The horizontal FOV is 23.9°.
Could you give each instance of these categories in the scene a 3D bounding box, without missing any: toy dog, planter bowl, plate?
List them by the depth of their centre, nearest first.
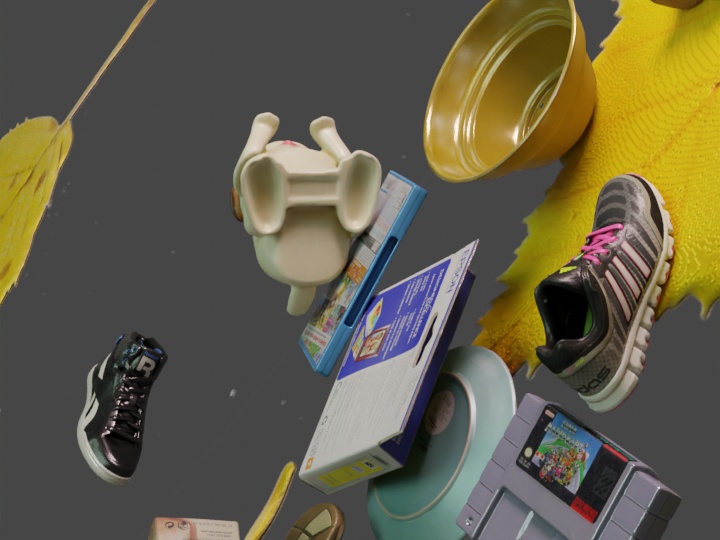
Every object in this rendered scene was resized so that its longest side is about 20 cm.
[{"bbox_3d":[0.061,0.155,1.481,0.200,0.026,0.201,-40,37,38],"label":"plate"},{"bbox_3d":[0.150,-0.153,1.520,0.200,0.083,0.201,-39,37,37],"label":"planter bowl"},{"bbox_3d":[-0.062,-0.068,1.749,0.200,0.139,0.195,-127,28,-68],"label":"toy dog"}]

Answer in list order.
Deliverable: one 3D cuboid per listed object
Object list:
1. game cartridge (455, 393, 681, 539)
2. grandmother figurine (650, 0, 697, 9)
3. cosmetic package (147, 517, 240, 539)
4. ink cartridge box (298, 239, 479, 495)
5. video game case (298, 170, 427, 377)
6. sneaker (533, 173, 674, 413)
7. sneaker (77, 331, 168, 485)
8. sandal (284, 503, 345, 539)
[{"bbox_3d":[0.153,0.181,1.304,0.130,0.038,0.200,-66,29,6],"label":"game cartridge"},{"bbox_3d":[0.290,-0.328,1.462,0.121,0.060,0.201,-18,54,41],"label":"grandmother figurine"},{"bbox_3d":[-0.155,0.339,1.591,0.200,0.087,0.104,-104,24,-49],"label":"cosmetic package"},{"bbox_3d":[0.036,0.088,1.505,0.200,0.047,0.198,-27,35,57],"label":"ink cartridge box"},{"bbox_3d":[0.000,0.000,1.670,0.200,0.018,0.143,-61,12,4],"label":"video game case"},{"bbox_3d":[0.185,0.005,1.334,0.074,0.087,0.201,-16,54,53],"label":"sneaker"},{"bbox_3d":[-0.271,0.145,1.976,0.112,0.073,0.200,-50,30,26],"label":"sneaker"},{"bbox_3d":[-0.049,0.293,1.530,0.080,0.054,0.201,-114,41,-61],"label":"sandal"}]
